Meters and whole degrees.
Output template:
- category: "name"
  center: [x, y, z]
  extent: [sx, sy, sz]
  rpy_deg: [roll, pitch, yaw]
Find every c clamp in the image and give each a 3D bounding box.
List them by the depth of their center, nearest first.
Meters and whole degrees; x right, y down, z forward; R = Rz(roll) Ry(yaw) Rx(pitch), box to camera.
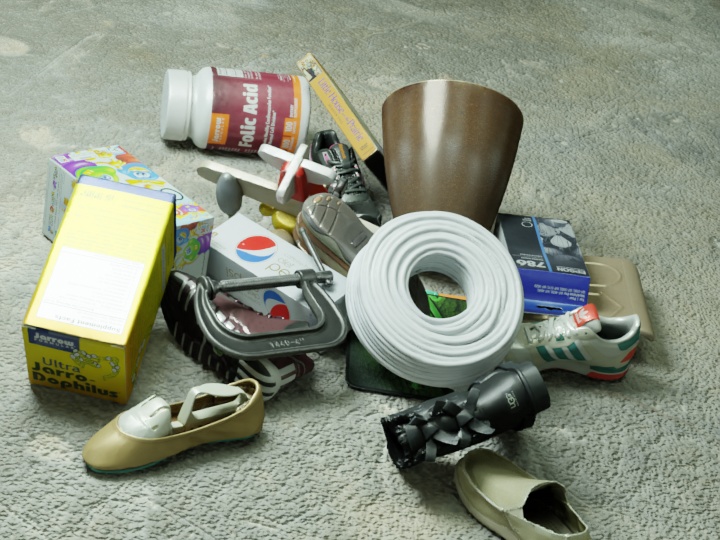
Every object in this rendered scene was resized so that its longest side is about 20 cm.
- category: "c clamp"
  center: [-0.100, 0.032, 1.630]
  extent: [0.198, 0.027, 0.171]
  rpy_deg: [-10, 51, -38]

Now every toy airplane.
- category: "toy airplane"
  center: [-0.082, -0.074, 1.849]
  extent: [0.198, 0.142, 0.199]
  rpy_deg: [26, -5, -37]

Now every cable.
- category: "cable"
  center: [0.083, 0.031, 1.675]
  extent: [0.198, 0.069, 0.202]
  rpy_deg: [11, 62, -8]

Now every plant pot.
- category: "plant pot"
  center: [0.109, -0.107, 1.922]
  extent: [0.185, 0.187, 0.202]
  rpy_deg: [9, 68, -5]

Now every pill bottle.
- category: "pill bottle"
  center: [-0.176, -0.224, 2.114]
  extent: [0.198, 0.115, 0.115]
  rpy_deg: [4, 29, -13]

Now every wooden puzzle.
- category: "wooden puzzle"
  center: [0.256, 0.035, 1.871]
  extent: [0.198, 0.047, 0.186]
  rpy_deg: [9, 28, -1]

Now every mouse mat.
- category: "mouse mat"
  center: [0.062, 0.082, 1.738]
  extent: [0.159, 0.008, 0.201]
  rpy_deg: [9, 34, -5]

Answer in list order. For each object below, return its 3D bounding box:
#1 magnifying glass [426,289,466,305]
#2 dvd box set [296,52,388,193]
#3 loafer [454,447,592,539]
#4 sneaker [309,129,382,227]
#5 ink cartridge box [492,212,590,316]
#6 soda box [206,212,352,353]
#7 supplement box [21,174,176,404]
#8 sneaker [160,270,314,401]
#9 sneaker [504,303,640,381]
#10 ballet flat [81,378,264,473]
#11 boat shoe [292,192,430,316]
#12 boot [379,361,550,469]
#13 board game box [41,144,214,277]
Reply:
- category: "magnifying glass"
  center: [0.073, 0.035, 1.834]
  extent: [0.198, 0.023, 0.080]
  rpy_deg: [9, 29, -7]
- category: "dvd box set"
  center: [-0.006, -0.191, 2.062]
  extent: [0.201, 0.029, 0.146]
  rpy_deg: [57, 6, 32]
- category: "loafer"
  center: [0.164, 0.227, 1.465]
  extent: [0.075, 0.069, 0.200]
  rpy_deg: [-9, 34, -34]
- category: "sneaker"
  center: [-0.031, -0.122, 2.011]
  extent: [0.080, 0.087, 0.200]
  rpy_deg: [-7, 34, -27]
- category: "ink cartridge box"
  center: [0.223, -0.009, 1.852]
  extent: [0.098, 0.040, 0.201]
  rpy_deg: [6, 28, -7]
- category: "soda box"
  center: [-0.095, 0.012, 1.751]
  extent: [0.199, 0.064, 0.068]
  rpy_deg: [31, 51, 32]
- category: "supplement box"
  center: [-0.266, 0.018, 1.569]
  extent: [0.108, 0.110, 0.202]
  rpy_deg: [12, 53, 2]
- category: "sneaker"
  center: [-0.127, 0.063, 1.659]
  extent: [0.115, 0.076, 0.200]
  rpy_deg: [-17, 49, -42]
- category: "sneaker"
  center: [0.229, 0.071, 1.735]
  extent: [0.197, 0.094, 0.071]
  rpy_deg: [6, 44, -14]
- category: "ballet flat"
  center: [-0.183, 0.145, 1.492]
  extent: [0.198, 0.064, 0.069]
  rpy_deg: [-12, 35, -36]
- category: "boat shoe"
  center: [0.000, 0.000, 1.755]
  extent: [0.200, 0.072, 0.076]
  rpy_deg: [48, 44, 6]
- category: "boot"
  center: [0.101, 0.153, 1.552]
  extent: [0.161, 0.074, 0.198]
  rpy_deg: [-22, -7, -7]
- category: "board game box"
  center: [-0.275, -0.054, 1.777]
  extent: [0.102, 0.106, 0.199]
  rpy_deg: [-15, 38, -40]
